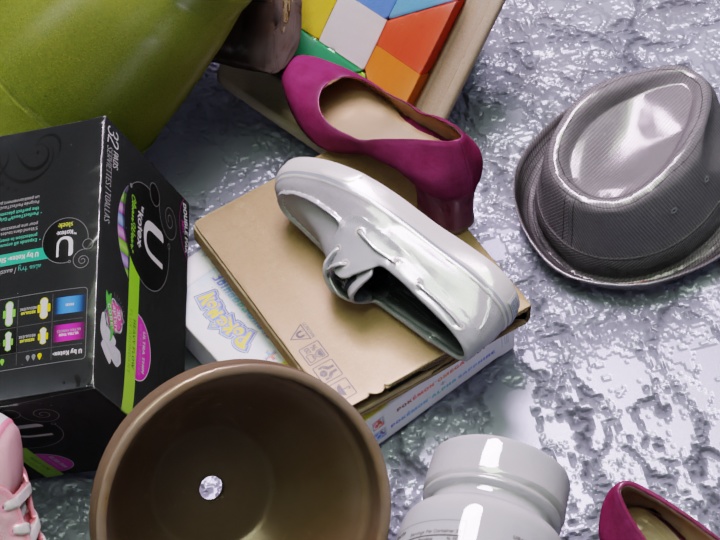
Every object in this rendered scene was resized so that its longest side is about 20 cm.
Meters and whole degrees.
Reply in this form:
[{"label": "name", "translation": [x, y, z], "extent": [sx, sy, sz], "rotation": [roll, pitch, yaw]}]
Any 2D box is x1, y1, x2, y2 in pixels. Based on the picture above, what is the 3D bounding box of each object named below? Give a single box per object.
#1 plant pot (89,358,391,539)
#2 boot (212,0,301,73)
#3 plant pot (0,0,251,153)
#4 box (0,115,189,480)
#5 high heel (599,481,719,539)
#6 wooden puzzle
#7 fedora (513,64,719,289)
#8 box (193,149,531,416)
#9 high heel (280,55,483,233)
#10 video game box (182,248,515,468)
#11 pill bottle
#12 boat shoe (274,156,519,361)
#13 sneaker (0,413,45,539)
[{"label": "plant pot", "translation": [-0.087, 0.152, 1.580], "extent": [0.200, 0.202, 0.093], "rotation": [-28, 17, -12]}, {"label": "boot", "translation": [-0.109, -0.240, 1.805], "extent": [0.199, 0.064, 0.188], "rotation": [4, 92, 52]}, {"label": "plant pot", "translation": [-0.177, -0.192, 1.714], "extent": [0.193, 0.200, 0.201], "rotation": [-38, 48, 31]}, {"label": "box", "translation": [-0.202, 0.022, 1.645], "extent": [0.124, 0.149, 0.201], "rotation": [-9, 64, 17]}, {"label": "high heel", "translation": [0.235, 0.208, 1.518], "extent": [0.199, 0.096, 0.068], "rotation": [26, 62, 23]}, {"label": "wooden puzzle", "translation": [-0.001, -0.182, 1.779], "extent": [0.185, 0.037, 0.201], "rotation": [34, 109, 19]}, {"label": "fedora", "translation": [0.202, -0.083, 1.733], "extent": [0.200, 0.090, 0.177], "rotation": [-36, 59, -17]}, {"label": "box", "translation": [0.000, 0.000, 1.688], "extent": [0.163, 0.021, 0.200], "rotation": [-28, 56, -16]}, {"label": "high heel", "translation": [0.014, -0.115, 1.698], "extent": [0.200, 0.096, 0.067], "rotation": [38, 63, 26]}, {"label": "video game box", "translation": [-0.022, 0.031, 1.710], "extent": [0.182, 0.047, 0.200], "rotation": [-37, 59, -15]}, {"label": "pill bottle", "translation": [0.070, 0.214, 1.533], "extent": [0.113, 0.114, 0.201], "rotation": [9, 57, 13]}, {"label": "boat shoe", "translation": [0.012, -0.005, 1.641], "extent": [0.200, 0.072, 0.069], "rotation": [35, 62, 15]}, {"label": "sneaker", "translation": [-0.216, 0.195, 1.561], "extent": [0.104, 0.075, 0.201], "rotation": [10, 100, 5]}]
